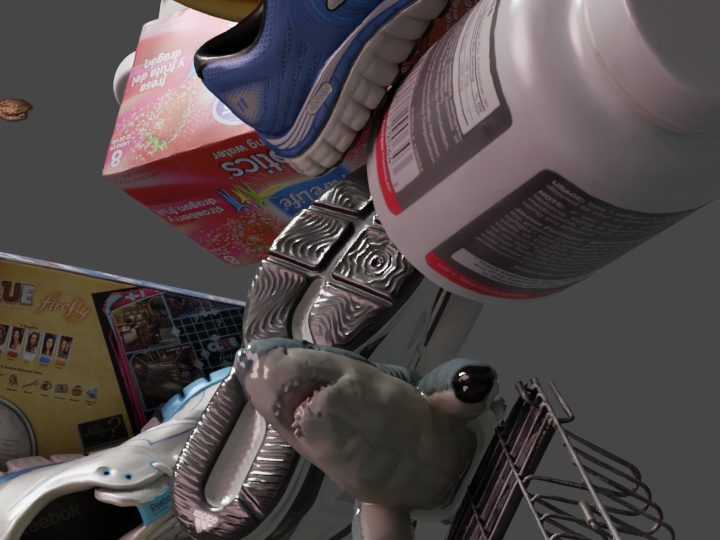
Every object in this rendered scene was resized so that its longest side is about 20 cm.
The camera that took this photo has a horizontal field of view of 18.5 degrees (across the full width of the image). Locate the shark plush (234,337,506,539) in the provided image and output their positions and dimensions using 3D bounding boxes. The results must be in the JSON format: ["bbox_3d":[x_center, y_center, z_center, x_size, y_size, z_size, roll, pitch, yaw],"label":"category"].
[{"bbox_3d":[0.018,0.052,0.881,0.091,0.083,0.200,-65,-17,15],"label":"shark plush"}]

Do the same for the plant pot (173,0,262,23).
[{"bbox_3d":[-0.025,-0.222,0.971,0.189,0.201,0.201,-73,8,-71],"label":"plant pot"}]

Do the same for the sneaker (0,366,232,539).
[{"bbox_3d":[-0.095,0.107,1.078,0.075,0.200,0.087,70,164,-11],"label":"sneaker"}]

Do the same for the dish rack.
[{"bbox_3d":[0.062,0.130,0.762,0.200,0.054,0.154,-111,45,-71],"label":"dish rack"}]

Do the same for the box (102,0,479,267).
[{"bbox_3d":[-0.014,-0.079,1.055,0.200,0.100,0.096,-13,53,38],"label":"box"}]

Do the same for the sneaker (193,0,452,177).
[{"bbox_3d":[0.000,-0.134,0.857,0.200,0.089,0.079,-55,10,21],"label":"sneaker"}]

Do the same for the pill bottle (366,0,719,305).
[{"bbox_3d":[0.086,-0.064,0.812,0.200,0.111,0.111,143,144,-64],"label":"pill bottle"}]

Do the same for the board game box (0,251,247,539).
[{"bbox_3d":[-0.130,0.071,1.144,0.035,0.200,0.136,16,92,56],"label":"board game box"}]

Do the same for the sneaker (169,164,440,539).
[{"bbox_3d":[-0.003,0.051,0.992,0.076,0.115,0.201,20,72,34],"label":"sneaker"}]

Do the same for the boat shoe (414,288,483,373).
[{"bbox_3d":[-0.005,0.059,1.063,0.071,0.064,0.200,-106,38,-65],"label":"boat shoe"}]

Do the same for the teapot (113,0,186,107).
[{"bbox_3d":[-0.068,-0.162,1.417,0.197,0.146,0.200,-136,66,-74],"label":"teapot"}]
